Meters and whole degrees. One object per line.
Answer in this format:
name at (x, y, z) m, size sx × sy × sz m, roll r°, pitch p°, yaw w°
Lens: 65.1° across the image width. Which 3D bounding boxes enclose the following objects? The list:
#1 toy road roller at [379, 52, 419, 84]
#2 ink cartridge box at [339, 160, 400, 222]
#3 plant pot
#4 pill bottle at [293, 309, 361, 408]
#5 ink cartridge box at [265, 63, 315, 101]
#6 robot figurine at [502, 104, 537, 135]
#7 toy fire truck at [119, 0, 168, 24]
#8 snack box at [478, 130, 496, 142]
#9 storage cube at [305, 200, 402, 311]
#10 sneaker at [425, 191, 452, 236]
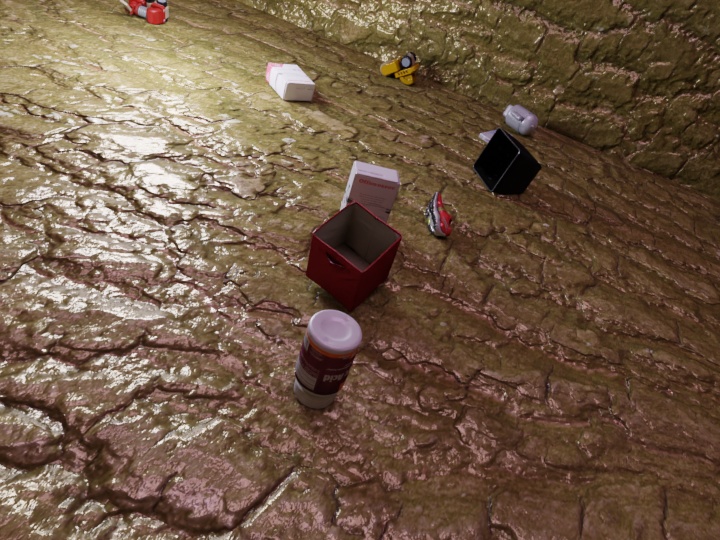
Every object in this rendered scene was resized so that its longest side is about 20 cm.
toy road roller at (0.217, -1.054, 2.989) m, size 0.198 × 0.147 × 0.123 m, roll -8°, pitch 27°, yaw 27°
ink cartridge box at (0.025, -0.224, 1.758) m, size 0.145 × 0.201 × 0.085 m, roll 11°, pitch 37°, yaw -12°
plant pot at (0.615, -0.429, 2.317) m, size 0.176 × 0.201 × 0.200 m, roll 15°, pitch 34°, yaw -29°
pill bottle at (-0.075, 0.191, 1.188) m, size 0.113 × 0.201 × 0.115 m, roll 12°, pitch 38°, yaw -10°
ink cartridge box at (-0.306, -0.819, 2.453) m, size 0.145 × 0.083 × 0.200 m, roll -7°, pitch 44°, yaw -32°
robot figurine at (0.827, -0.773, 2.897) m, size 0.169 × 0.113 × 0.200 m, roll 6°, pitch 34°, yaw -49°
toy fire truck at (-1.006, -1.206, 2.598) m, size 0.175 × 0.129 × 0.201 m, roll 22°, pitch 48°, yaw 2°
snack box at (0.660, -0.652, 2.741) m, size 0.199 × 0.024 × 0.072 m, roll -21°, pitch 52°, yaw -41°
storage cube at (-0.022, -0.036, 1.482) m, size 0.170 × 0.180 × 0.200 m, roll 37°, pitch 54°, yaw 16°
sneaker at (0.276, -0.187, 1.947) m, size 0.084 × 0.077 × 0.201 m, roll 16°, pitch 47°, yaw -14°
